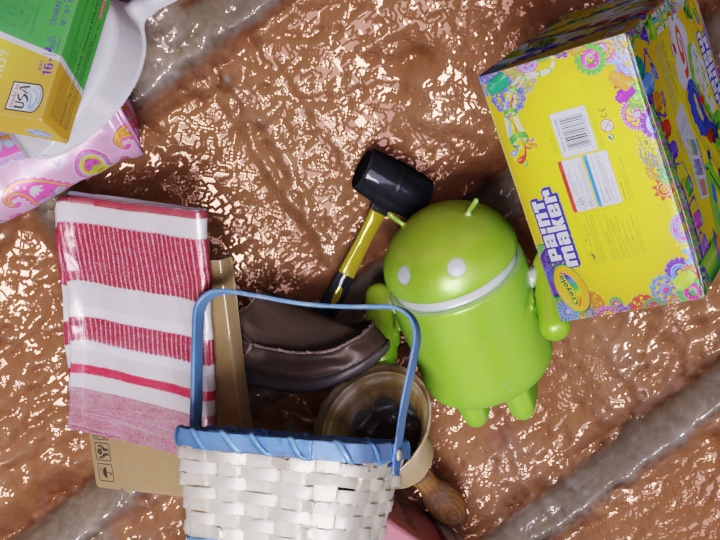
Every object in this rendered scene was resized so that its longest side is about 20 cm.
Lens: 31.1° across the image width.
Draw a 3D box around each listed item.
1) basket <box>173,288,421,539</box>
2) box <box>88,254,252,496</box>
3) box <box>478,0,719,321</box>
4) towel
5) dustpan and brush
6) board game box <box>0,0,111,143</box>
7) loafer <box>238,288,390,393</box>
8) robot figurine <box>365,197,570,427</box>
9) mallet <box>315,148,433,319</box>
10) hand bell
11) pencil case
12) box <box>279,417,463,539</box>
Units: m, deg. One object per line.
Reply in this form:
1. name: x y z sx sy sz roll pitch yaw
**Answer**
1. basket: -0.051 0.119 0.940 0.174 0.139 0.204 6 90 19
2. box: -0.162 0.087 1.049 0.161 0.021 0.203 1 104 28
3. box: 0.209 -0.098 1.007 0.121 0.192 0.203 -12 106 33
4. towel: -0.178 0.044 1.020 0.142 0.023 0.203 8 107 26
5. dustpan and brush: -0.193 -0.181 0.969 0.200 0.057 0.140 -41 66 -1
6. board game box: -0.283 -0.182 0.939 0.197 0.040 0.155 9 76 19
7. loafer: -0.073 0.053 1.038 0.197 0.073 0.072 -3 107 21
8. robot figurine: 0.089 0.031 1.059 0.173 0.116 0.202 -10 121 22
9. mallet: 0.000 0.000 1.096 0.065 0.041 0.203 17 103 -14
10. hand bell: 0.049 0.173 1.088 0.104 0.104 0.200 -38 137 1
11. pencil case: -0.270 -0.090 1.009 0.198 0.087 0.088 -25 104 -1
12. box: -0.007 0.237 1.093 0.199 0.128 0.110 36 94 -14
